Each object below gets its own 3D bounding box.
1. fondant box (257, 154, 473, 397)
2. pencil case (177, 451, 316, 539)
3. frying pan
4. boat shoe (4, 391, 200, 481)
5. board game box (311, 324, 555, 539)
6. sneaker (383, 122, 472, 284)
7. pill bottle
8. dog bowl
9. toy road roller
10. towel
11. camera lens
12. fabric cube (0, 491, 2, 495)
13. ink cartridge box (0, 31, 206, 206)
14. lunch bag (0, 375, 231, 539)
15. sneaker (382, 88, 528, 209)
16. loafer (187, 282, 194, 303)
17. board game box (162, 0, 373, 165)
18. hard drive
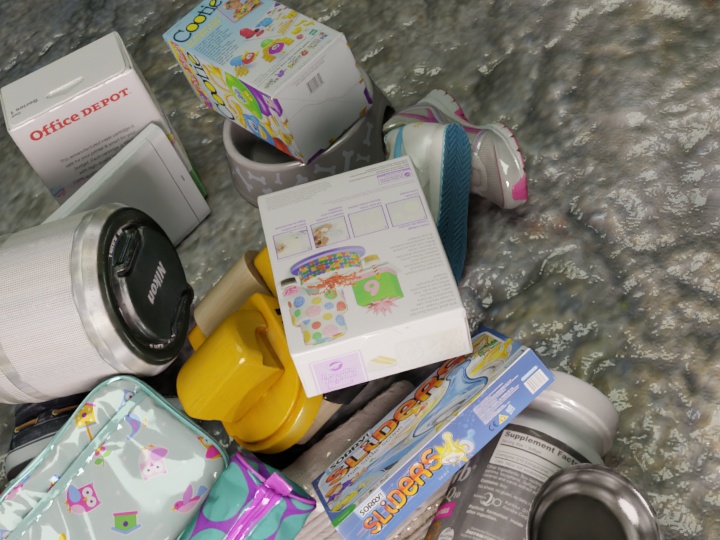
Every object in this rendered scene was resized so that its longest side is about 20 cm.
[{"bbox_3d":[0.000,0.000,1.109,0.144,0.058,0.201,-15,44,0],"label":"fondant box"},{"bbox_3d":[-0.122,0.248,1.063,0.085,0.092,0.200,34,84,2],"label":"pencil case"},{"bbox_3d":[0.202,0.196,0.958,0.189,0.031,0.116,-2,70,-24],"label":"frying pan"},{"bbox_3d":[-0.250,0.137,1.253,0.199,0.071,0.091,-18,48,10],"label":"boat shoe"},{"bbox_3d":[0.053,0.130,1.038,0.200,0.034,0.135,-42,10,-4],"label":"board game box"},{"bbox_3d":[0.052,-0.040,1.239,0.080,0.076,0.201,5,84,33],"label":"sneaker"},{"bbox_3d":[0.125,0.183,1.016,0.116,0.117,0.201,10,55,30],"label":"pill bottle"},{"bbox_3d":[-0.061,-0.157,1.435,0.199,0.059,0.201,-13,47,14],"label":"dog bowl"},{"bbox_3d":[-0.100,0.069,1.155,0.123,0.146,0.200,-46,54,19],"label":"toy road roller"},{"bbox_3d":[0.000,0.188,1.124,0.200,0.035,0.132,-38,47,-11],"label":"towel"},{"bbox_3d":[-0.270,0.034,1.206,0.199,0.160,0.161,-14,46,22],"label":"camera lens"},{"bbox_3d":[-0.445,0.223,1.178,0.199,0.197,0.200,-45,48,-17],"label":"fabric cube"},{"bbox_3d":[-0.276,-0.137,1.413,0.144,0.200,0.084,-27,46,-1],"label":"ink cartridge box"},{"bbox_3d":[-0.218,0.201,1.133,0.160,0.077,0.200,38,76,9],"label":"lunch bag"},{"bbox_3d":[0.092,-0.109,1.303,0.088,0.082,0.200,-26,35,-20],"label":"sneaker"},{"bbox_3d":[-0.255,0.067,1.333,0.199,0.073,0.072,-22,7,14],"label":"loafer"},{"bbox_3d":[-0.100,-0.213,1.388,0.105,0.103,0.200,-43,48,-15],"label":"board game box"},{"bbox_3d":[-0.257,-0.041,1.368,0.027,0.132,0.200,29,67,39],"label":"hard drive"}]
